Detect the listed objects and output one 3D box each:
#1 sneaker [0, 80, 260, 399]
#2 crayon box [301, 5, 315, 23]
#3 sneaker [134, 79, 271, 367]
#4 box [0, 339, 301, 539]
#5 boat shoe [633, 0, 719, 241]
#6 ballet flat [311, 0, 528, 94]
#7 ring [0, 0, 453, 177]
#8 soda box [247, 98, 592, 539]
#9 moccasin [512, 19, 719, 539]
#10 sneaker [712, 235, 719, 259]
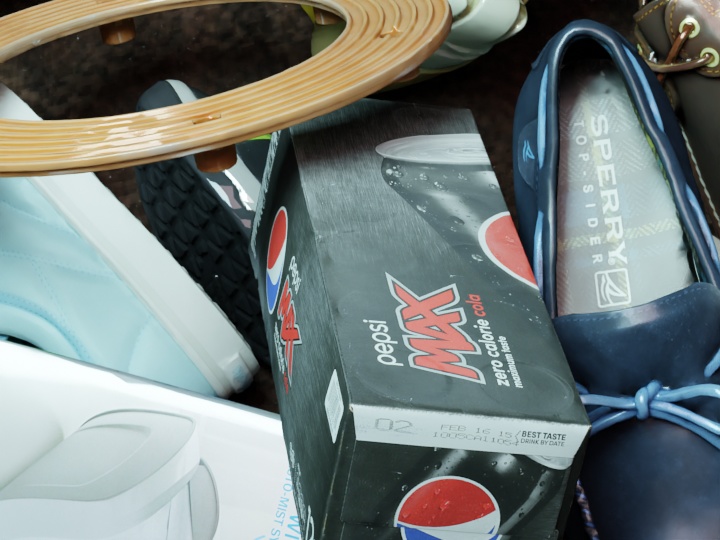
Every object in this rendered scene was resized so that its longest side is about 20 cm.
[{"bbox_3d":[-0.131,-0.008,0.793,0.082,0.074,0.200,-43,70,-12],"label":"sneaker"},{"bbox_3d":[0.026,-0.166,0.817,0.199,0.127,0.051,-33,71,-8],"label":"crayon box"},{"bbox_3d":[0.000,0.000,0.797,0.083,0.072,0.200,-36,73,-30],"label":"sneaker"},{"bbox_3d":[-0.065,0.139,0.699,0.175,0.097,0.202,15,86,8],"label":"box"},{"bbox_3d":[0.127,-0.093,0.797,0.070,0.070,0.202,-1,73,-32],"label":"boat shoe"},{"bbox_3d":[0.050,-0.122,0.776,0.068,0.200,0.063,16,38,-34],"label":"ballet flat"},{"bbox_3d":[-0.067,-0.065,0.725,0.199,0.201,0.019,-11,113,-1],"label":"ring"},{"bbox_3d":[0.012,0.017,0.654,0.070,0.064,0.200,5,28,-11],"label":"soda box"},{"bbox_3d":[0.077,0.021,0.667,0.080,0.068,0.202,-17,74,5],"label":"moccasin"},{"bbox_3d":[0.120,0.053,0.726,0.078,0.079,0.200,-55,49,18],"label":"sneaker"}]
